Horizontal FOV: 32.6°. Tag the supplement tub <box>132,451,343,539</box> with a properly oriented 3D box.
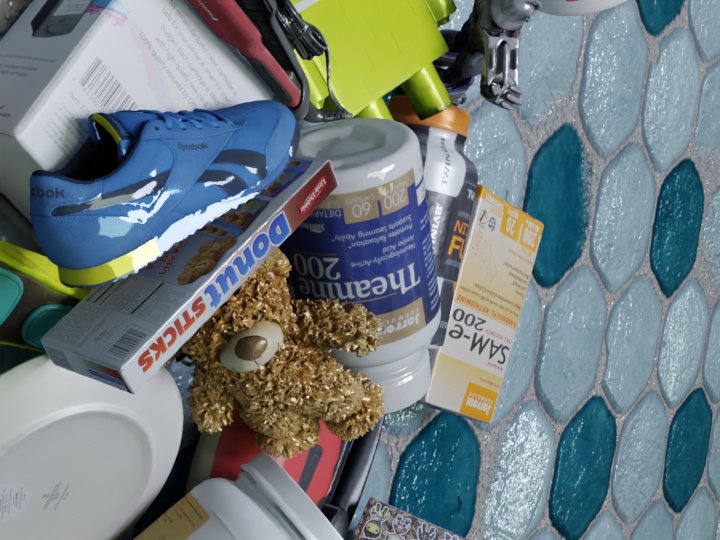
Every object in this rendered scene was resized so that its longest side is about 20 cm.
[{"bbox_3d":[-0.104,0.234,0.832,0.200,0.145,0.145,-39,131,-13],"label":"supplement tub"}]

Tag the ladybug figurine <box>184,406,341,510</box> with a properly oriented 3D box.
[{"bbox_3d":[-0.069,0.153,0.964,0.136,0.072,0.201,32,73,-52],"label":"ladybug figurine"}]

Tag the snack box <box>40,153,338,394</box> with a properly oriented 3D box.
[{"bbox_3d":[-0.099,-0.008,0.747,0.200,0.072,0.024,-48,134,-33],"label":"snack box"}]

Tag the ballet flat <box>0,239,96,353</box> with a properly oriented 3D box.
[{"bbox_3d":[-0.211,0.011,0.741,0.199,0.067,0.067,23,117,-45],"label":"ballet flat"}]

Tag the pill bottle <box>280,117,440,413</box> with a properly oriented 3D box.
[{"bbox_3d":[0.000,0.000,0.898,0.111,0.111,0.201,-36,127,-42],"label":"pill bottle"}]

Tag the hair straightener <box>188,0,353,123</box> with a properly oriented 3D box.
[{"bbox_3d":[-0.052,-0.164,0.791,0.200,0.041,0.077,45,63,-48],"label":"hair straightener"}]

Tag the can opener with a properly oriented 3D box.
[{"bbox_3d":[-0.020,0.189,1.049,0.063,0.078,0.201,50,50,-37],"label":"can opener"}]

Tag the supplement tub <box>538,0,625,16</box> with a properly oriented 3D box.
[{"bbox_3d":[0.193,-0.350,1.128,0.141,0.140,0.201,-51,136,-32],"label":"supplement tub"}]

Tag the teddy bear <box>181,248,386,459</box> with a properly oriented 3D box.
[{"bbox_3d":[-0.053,0.070,0.824,0.201,0.144,0.067,85,4,-51],"label":"teddy bear"}]

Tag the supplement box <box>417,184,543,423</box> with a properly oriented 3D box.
[{"bbox_3d":[0.091,0.030,1.143,0.126,0.073,0.201,23,80,-52],"label":"supplement box"}]

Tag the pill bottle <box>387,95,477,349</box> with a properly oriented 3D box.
[{"bbox_3d":[0.038,-0.041,1.029,0.106,0.106,0.201,14,88,-53],"label":"pill bottle"}]

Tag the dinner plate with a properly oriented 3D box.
[{"bbox_3d":[-0.193,0.135,0.774,0.199,0.024,0.201,-26,136,-28],"label":"dinner plate"}]

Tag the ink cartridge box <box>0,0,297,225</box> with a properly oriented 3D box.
[{"bbox_3d":[-0.146,-0.116,0.783,0.201,0.085,0.148,-60,140,-25],"label":"ink cartridge box"}]

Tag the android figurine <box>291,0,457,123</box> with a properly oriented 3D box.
[{"bbox_3d":[-0.005,-0.194,0.938,0.182,0.041,0.201,-36,106,-32],"label":"android figurine"}]

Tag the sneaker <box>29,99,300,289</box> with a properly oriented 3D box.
[{"bbox_3d":[-0.109,-0.069,0.721,0.200,0.066,0.079,-38,125,-39],"label":"sneaker"}]

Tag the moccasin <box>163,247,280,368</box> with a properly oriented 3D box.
[{"bbox_3d":[-0.112,0.027,0.883,0.202,0.073,0.078,-51,128,-46],"label":"moccasin"}]

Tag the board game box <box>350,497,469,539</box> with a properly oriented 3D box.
[{"bbox_3d":[0.017,0.321,1.056,0.160,0.096,0.201,75,38,-65],"label":"board game box"}]

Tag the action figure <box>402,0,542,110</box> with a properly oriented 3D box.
[{"bbox_3d":[0.101,-0.190,1.010,0.069,0.200,0.131,13,79,-15],"label":"action figure"}]
